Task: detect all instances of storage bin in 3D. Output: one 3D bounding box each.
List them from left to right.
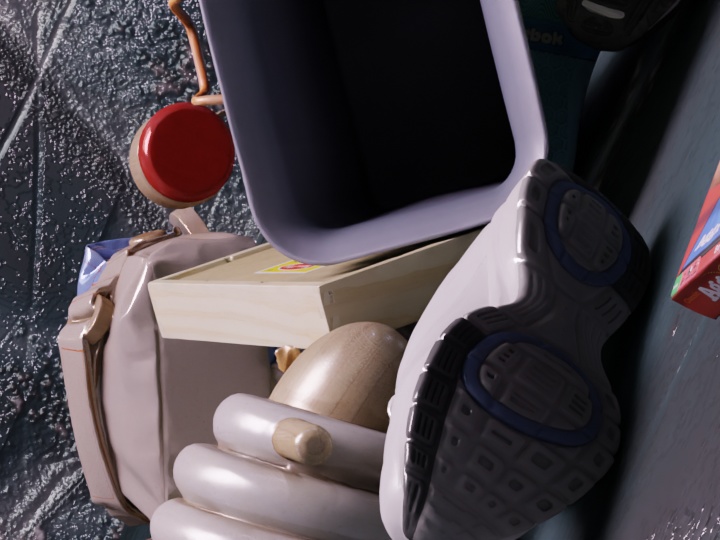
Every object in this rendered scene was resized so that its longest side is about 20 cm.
[{"bbox_3d":[0.003,-0.105,1.223,0.134,0.145,0.201,3,-108,-77],"label":"storage bin"}]

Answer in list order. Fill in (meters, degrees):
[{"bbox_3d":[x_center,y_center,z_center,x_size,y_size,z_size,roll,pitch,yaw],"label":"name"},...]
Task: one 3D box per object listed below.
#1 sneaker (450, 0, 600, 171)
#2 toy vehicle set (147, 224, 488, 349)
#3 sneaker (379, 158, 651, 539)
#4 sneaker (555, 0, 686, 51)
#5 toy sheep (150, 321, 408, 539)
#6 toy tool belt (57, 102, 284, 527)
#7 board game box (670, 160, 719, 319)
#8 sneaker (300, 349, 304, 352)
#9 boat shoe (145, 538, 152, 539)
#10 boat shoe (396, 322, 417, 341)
[{"bbox_3d":[0.075,-0.114,1.352,0.131,0.079,0.201,-105,32,-82],"label":"sneaker"},{"bbox_3d":[0.000,0.000,1.242,0.200,0.124,0.027,0,108,67],"label":"toy vehicle set"},{"bbox_3d":[0.046,0.044,1.019,0.087,0.074,0.200,-45,8,34],"label":"sneaker"},{"bbox_3d":[0.138,-0.180,1.253,0.079,0.074,0.201,70,-140,-67],"label":"sneaker"},{"bbox_3d":[-0.021,0.117,1.103,0.138,0.137,0.201,-179,107,-84],"label":"toy sheep"},{"bbox_3d":[-0.090,0.026,1.392,0.123,0.124,0.201,168,95,-71],"label":"toy tool belt"},{"bbox_3d":[0.147,-0.061,0.850,0.103,0.019,0.200,-66,5,-22],"label":"board game box"},{"bbox_3d":[-0.009,0.022,1.445,0.200,0.115,0.074,-57,8,47],"label":"sneaker"},{"bbox_3d":[-0.084,0.172,1.337,0.200,0.071,0.076,-101,26,-81],"label":"boat shoe"},{"bbox_3d":[0.015,0.035,1.308,0.072,0.066,0.201,-32,6,-9],"label":"boat shoe"}]
